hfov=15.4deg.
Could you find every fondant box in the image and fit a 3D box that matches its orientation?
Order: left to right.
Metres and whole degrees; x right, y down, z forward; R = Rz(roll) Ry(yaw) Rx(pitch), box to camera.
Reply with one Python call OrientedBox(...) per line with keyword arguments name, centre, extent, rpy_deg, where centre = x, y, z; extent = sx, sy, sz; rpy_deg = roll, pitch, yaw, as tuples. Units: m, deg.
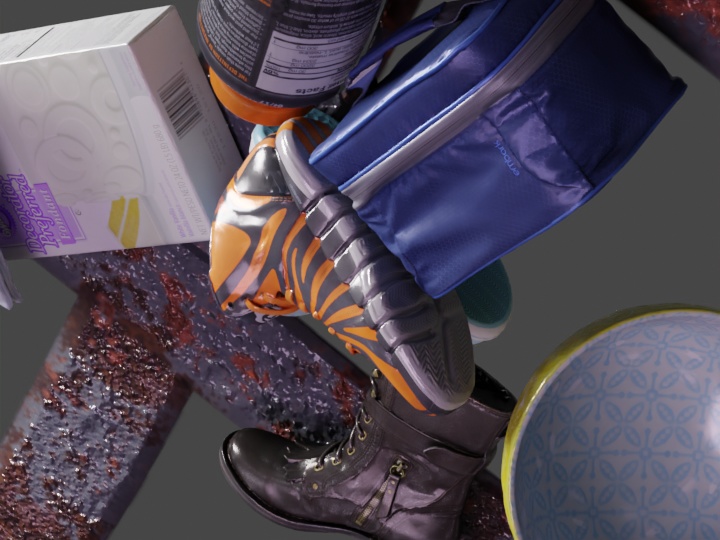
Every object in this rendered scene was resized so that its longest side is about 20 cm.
OrientedBox(name="fondant box", centre=(-0.180, -0.086, 1.743), extent=(0.199, 0.058, 0.145), rpy_deg=(-4, 119, 39))

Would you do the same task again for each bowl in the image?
OrientedBox(name="bowl", centre=(0.170, 0.106, 1.590), extent=(0.201, 0.199, 0.108), rpy_deg=(60, 176, -17))

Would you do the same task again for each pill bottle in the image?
OrientedBox(name="pill bottle", centre=(-0.037, -0.165, 1.533), extent=(0.106, 0.106, 0.200), rpy_deg=(36, 148, 7))

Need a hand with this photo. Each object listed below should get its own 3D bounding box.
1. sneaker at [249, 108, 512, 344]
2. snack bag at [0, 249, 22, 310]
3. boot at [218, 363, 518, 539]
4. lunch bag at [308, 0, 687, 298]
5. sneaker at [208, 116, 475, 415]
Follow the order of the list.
OrientedBox(name="sneaker", centre=(0.000, 0.000, 1.669), extent=(0.200, 0.079, 0.131), rpy_deg=(42, 135, 15))
OrientedBox(name="snack bag", centre=(-0.298, -0.088, 1.789), extent=(0.188, 0.021, 0.201), rpy_deg=(35, 148, 53))
OrientedBox(name="boot", centre=(0.009, 0.103, 1.759), extent=(0.199, 0.069, 0.175), rpy_deg=(24, 128, 13))
OrientedBox(name="lunch bag", centre=(0.066, -0.089, 1.509), extent=(0.132, 0.136, 0.200), rpy_deg=(49, 137, -6))
OrientedBox(name="sneaker", centre=(-0.016, 0.017, 1.584), extent=(0.112, 0.077, 0.201), rpy_deg=(-42, 70, 33))
